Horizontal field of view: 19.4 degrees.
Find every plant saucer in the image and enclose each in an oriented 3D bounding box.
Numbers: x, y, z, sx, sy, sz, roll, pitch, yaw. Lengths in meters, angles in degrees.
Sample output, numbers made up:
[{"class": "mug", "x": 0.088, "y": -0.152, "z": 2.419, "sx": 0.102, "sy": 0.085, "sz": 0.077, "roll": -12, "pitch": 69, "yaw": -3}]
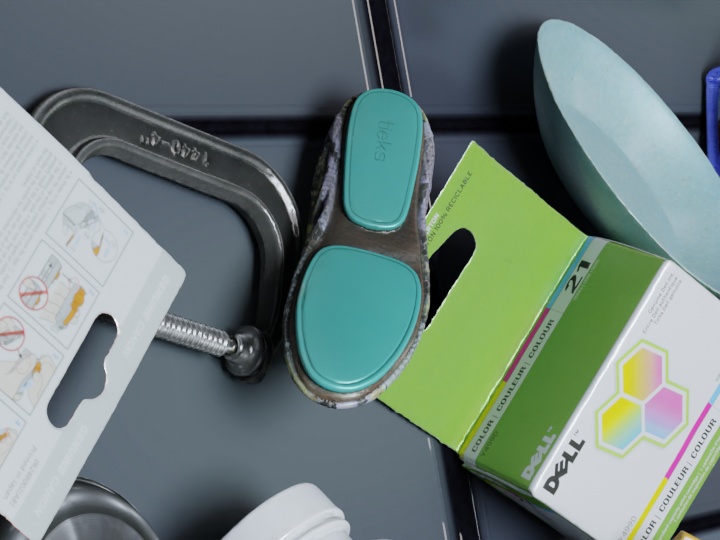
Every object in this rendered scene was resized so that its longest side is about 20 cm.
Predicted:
[{"class": "plant saucer", "x": 0.156, "y": -0.055, "z": 1.221, "sx": 0.201, "sy": 0.039, "sz": 0.201, "roll": 39, "pitch": 27, "yaw": -24}]

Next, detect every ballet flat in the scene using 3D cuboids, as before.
[{"class": "ballet flat", "x": 0.000, "y": 0.000, "z": 1.059, "sx": 0.072, "sy": 0.072, "sz": 0.200, "roll": 39, "pitch": 44, "yaw": -31}]

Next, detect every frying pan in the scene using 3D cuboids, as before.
[{"class": "frying pan", "x": -0.114, "y": 0.183, "z": 0.939, "sx": 0.115, "sy": 0.031, "sz": 0.190, "roll": -16, "pitch": 88, "yaw": -45}]

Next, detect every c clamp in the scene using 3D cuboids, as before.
[{"class": "c clamp", "x": -0.103, "y": 0.002, "z": 1.000, "sx": 0.200, "sy": 0.027, "sz": 0.171, "roll": 13, "pitch": 65, "yaw": -41}]

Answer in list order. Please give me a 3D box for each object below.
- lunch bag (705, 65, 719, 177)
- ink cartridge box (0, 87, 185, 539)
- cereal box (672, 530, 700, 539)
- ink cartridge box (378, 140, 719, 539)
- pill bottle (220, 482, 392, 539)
[{"class": "lunch bag", "x": 0.304, "y": -0.027, "z": 1.336, "sx": 0.170, "sy": 0.124, "sz": 0.200, "roll": 26, "pitch": 53, "yaw": -36}, {"class": "ink cartridge box", "x": -0.184, "y": -0.001, "z": 0.900, "sx": 0.200, "sy": 0.047, "sz": 0.160, "roll": 45, "pitch": 51, "yaw": -26}, {"class": "cereal box", "x": 0.125, "y": 0.248, "z": 1.077, "sx": 0.039, "sy": 0.144, "sz": 0.200, "roll": 27, "pitch": 56, "yaw": 0}, {"class": "ink cartridge box", "x": 0.106, "y": 0.048, "z": 1.117, "sx": 0.200, "sy": 0.076, "sz": 0.148, "roll": 36, "pitch": 82, "yaw": -33}, {"class": "pill bottle", "x": 0.015, "y": 0.194, "z": 0.952, "sx": 0.200, "sy": 0.109, "sz": 0.109, "roll": 45, "pitch": 41, "yaw": 19}]
